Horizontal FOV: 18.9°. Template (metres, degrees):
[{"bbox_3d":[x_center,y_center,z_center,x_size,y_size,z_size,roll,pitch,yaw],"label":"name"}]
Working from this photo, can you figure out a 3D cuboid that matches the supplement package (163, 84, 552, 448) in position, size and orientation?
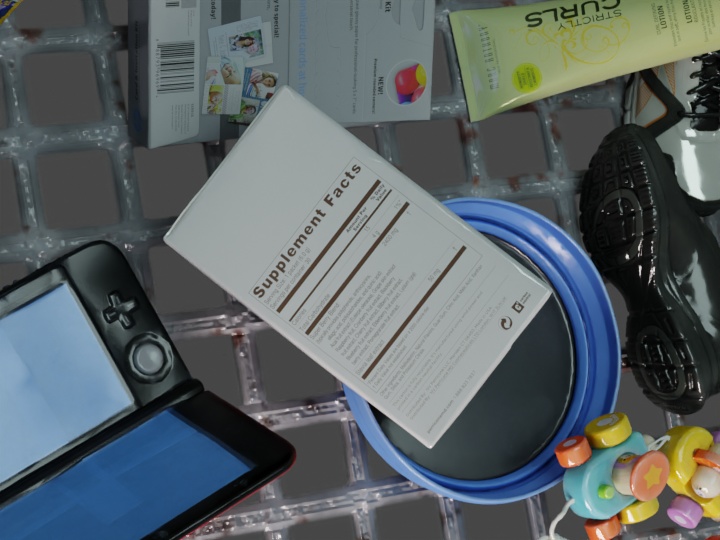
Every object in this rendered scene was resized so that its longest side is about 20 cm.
[{"bbox_3d":[0.000,0.000,1.304,0.200,0.121,0.120,38,89,4],"label":"supplement package"}]

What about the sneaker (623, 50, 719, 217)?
[{"bbox_3d":[0.227,-0.137,1.504,0.074,0.080,0.200,-7,85,-28],"label":"sneaker"}]

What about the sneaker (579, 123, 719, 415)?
[{"bbox_3d":[0.214,-0.006,1.487,0.091,0.076,0.200,-19,96,-36],"label":"sneaker"}]

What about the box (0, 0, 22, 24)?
[{"bbox_3d":[-0.226,-0.257,1.320,0.070,0.064,0.200,14,76,-22],"label":"box"}]

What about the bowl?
[{"bbox_3d":[0.076,0.053,1.421,0.200,0.039,0.201,5,79,-25],"label":"bowl"}]

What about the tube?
[{"bbox_3d":[0.163,-0.157,1.456,0.200,0.052,0.058,-11,44,9],"label":"tube"}]

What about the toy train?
[{"bbox_3d":[0.207,0.173,1.427,0.200,0.056,0.150,17,79,-34],"label":"toy train"}]

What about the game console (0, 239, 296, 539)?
[{"bbox_3d":[-0.171,0.088,1.254,0.200,0.119,0.172,-31,95,-27],"label":"game console"}]

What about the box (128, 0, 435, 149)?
[{"bbox_3d":[-0.048,-0.164,1.365,0.200,0.041,0.156,-8,112,-25],"label":"box"}]
